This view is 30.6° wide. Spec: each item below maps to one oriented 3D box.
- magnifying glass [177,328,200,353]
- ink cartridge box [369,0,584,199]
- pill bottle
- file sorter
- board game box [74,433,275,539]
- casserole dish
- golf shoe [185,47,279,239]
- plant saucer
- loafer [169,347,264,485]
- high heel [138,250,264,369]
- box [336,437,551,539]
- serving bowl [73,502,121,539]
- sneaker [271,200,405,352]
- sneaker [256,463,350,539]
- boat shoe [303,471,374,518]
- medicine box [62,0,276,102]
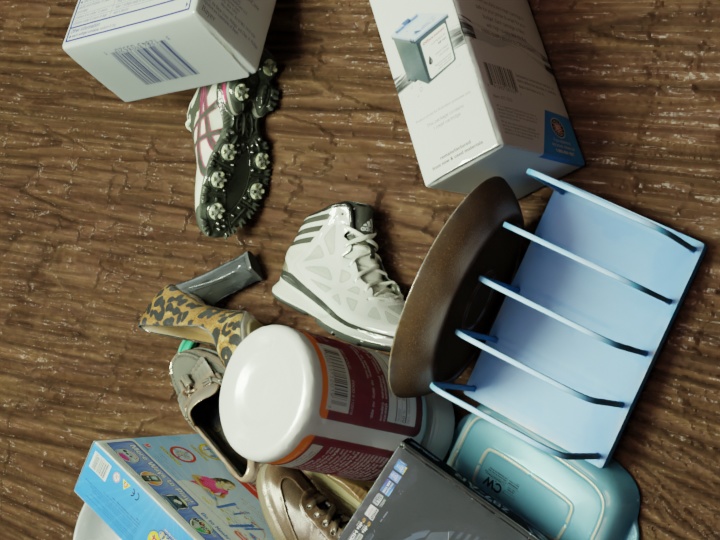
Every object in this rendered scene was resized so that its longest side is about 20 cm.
[{"bbox_3d":[-0.111,0.090,1.333,0.198,0.022,0.081,-8,82,35],"label":"magnifying glass"},{"bbox_3d":[0.097,-0.172,1.123,0.085,0.146,0.202,-28,71,33],"label":"ink cartridge box"},{"bbox_3d":[-0.015,0.121,1.142,0.113,0.199,0.116,-16,66,40],"label":"pill bottle"},{"bbox_3d":[0.163,0.036,1.053,0.138,0.122,0.202,26,95,26],"label":"file sorter"},{"bbox_3d":[-0.131,0.231,1.229,0.199,0.195,0.056,36,107,32],"label":"board game box"},{"bbox_3d":[0.147,0.190,1.129,0.199,0.039,0.122,32,105,34],"label":"casserole dish"},{"bbox_3d":[-0.139,-0.132,1.345,0.087,0.077,0.203,5,82,46],"label":"golf shoe"},{"bbox_3d":[0.087,0.020,1.090,0.032,0.200,0.202,25,101,20],"label":"plant saucer"},{"bbox_3d":[-0.136,0.139,1.289,0.200,0.062,0.072,42,113,37],"label":"loafer"},{"bbox_3d":[-0.155,0.082,1.293,0.141,0.072,0.201,-26,42,14],"label":"high heel"},{"bbox_3d":[0.047,0.267,1.088,0.159,0.044,0.201,35,94,10],"label":"box"},{"bbox_3d":[-0.210,0.304,1.361,0.198,0.065,0.203,-3,85,35],"label":"serving bowl"},{"bbox_3d":[0.000,0.000,1.218,0.199,0.075,0.117,25,102,42],"label":"sneaker"},{"bbox_3d":[-0.014,0.244,1.161,0.075,0.070,0.201,-36,81,28],"label":"sneaker"},{"bbox_3d":[0.016,0.233,1.209,0.199,0.072,0.073,34,126,28],"label":"boat shoe"},{"bbox_3d":[-0.177,-0.290,1.318,0.180,0.103,0.202,-6,59,35],"label":"medicine box"}]
